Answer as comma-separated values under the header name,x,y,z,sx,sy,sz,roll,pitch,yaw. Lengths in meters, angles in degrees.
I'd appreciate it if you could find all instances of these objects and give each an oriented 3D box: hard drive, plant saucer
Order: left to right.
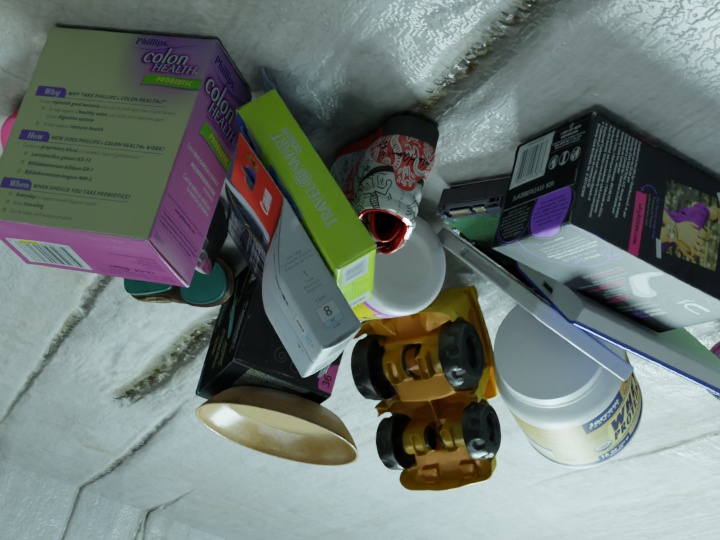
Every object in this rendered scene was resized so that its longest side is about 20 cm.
name,x,y,z,sx,sy,sz,roll,pitch,yaw
plant saucer,-0.094,0.177,1.763,0.198,0.036,0.201,13,159,5
hard drive,0.186,-0.028,1.467,0.139,0.038,0.199,-7,149,46
hard drive,0.251,0.050,1.425,0.199,0.026,0.132,25,-166,-27

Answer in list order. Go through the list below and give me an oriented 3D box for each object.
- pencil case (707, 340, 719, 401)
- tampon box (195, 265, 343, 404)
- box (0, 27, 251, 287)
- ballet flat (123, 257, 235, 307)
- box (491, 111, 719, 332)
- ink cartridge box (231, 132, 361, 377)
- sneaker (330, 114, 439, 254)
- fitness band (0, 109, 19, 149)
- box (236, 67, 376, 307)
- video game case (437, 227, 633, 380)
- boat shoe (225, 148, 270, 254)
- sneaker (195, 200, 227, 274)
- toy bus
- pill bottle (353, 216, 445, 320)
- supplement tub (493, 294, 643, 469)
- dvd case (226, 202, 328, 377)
name,x,y,z,sx,sy,sz,roll,pitch,yaw
pencil case,0.442,0.143,1.634,0.087,0.088,0.200,0,152,36
tampon box,-0.098,0.082,1.791,0.125,0.151,0.200,21,159,-13
box,-0.217,-0.104,1.354,0.174,0.202,0.097,7,158,22
ballet flat,-0.203,0.015,1.838,0.199,0.069,0.072,-4,171,42
box,0.234,-0.037,1.313,0.199,0.107,0.122,26,159,-23
ink cartridge box,-0.077,-0.009,1.360,0.201,0.047,0.160,58,167,6
sneaker,0.007,-0.064,1.414,0.067,0.109,0.201,22,158,-15
fitness band,-0.299,-0.104,1.548,0.199,0.037,0.145,5,130,48
box,-0.054,-0.069,1.362,0.201,0.047,0.122,58,167,18
video game case,0.167,0.031,1.479,0.143,0.018,0.200,34,-175,-33
boat shoe,-0.069,-0.038,1.499,0.201,0.070,0.091,55,170,11
sneaker,-0.219,-0.076,1.618,0.086,0.081,0.201,6,145,38
toy bus,0.094,0.116,1.663,0.134,0.202,0.192,-11,-167,26
pill bottle,0.000,0.000,1.568,0.103,0.105,0.199,25,165,-22
supplement tub,0.226,0.121,1.654,0.143,0.146,0.200,7,157,23
dvd case,-0.085,0.013,1.613,0.201,0.016,0.149,58,165,10
